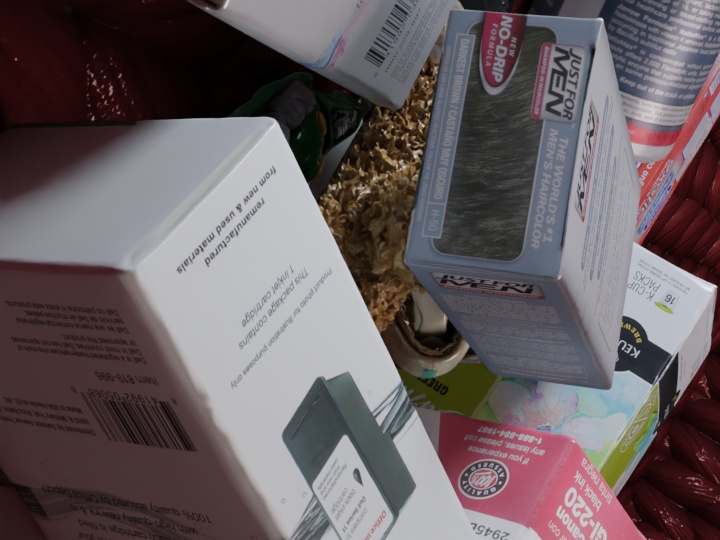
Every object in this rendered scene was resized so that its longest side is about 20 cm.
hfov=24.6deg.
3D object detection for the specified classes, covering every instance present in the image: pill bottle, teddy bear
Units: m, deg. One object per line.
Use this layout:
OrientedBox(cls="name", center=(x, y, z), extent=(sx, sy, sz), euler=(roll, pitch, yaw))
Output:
OrientedBox(cls="pill bottle", center=(0.177, -0.180, 1.008), extent=(0.119, 0.119, 0.201), euler=(-24, 142, -59))
OrientedBox(cls="teddy bear", center=(0.000, 0.000, 0.716), extent=(0.145, 0.066, 0.201), euler=(-53, -174, 49))

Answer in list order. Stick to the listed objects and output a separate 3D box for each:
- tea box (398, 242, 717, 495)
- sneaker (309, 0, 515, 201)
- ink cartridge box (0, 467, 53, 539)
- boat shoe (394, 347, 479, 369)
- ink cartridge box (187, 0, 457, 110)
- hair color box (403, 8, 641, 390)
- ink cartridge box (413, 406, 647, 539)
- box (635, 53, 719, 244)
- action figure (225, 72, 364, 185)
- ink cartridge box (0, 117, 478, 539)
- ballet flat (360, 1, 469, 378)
OrientedBox(cls="tea box", center=(0.080, 0.058, 1.002), extent=(0.198, 0.199, 0.134), euler=(-56, 162, -10))
OrientedBox(cls="sneaker", center=(0.066, -0.086, 0.881), extent=(0.201, 0.111, 0.073), euler=(-56, 163, -6))
OrientedBox(cls="ink cartridge box", center=(-0.117, 0.166, 0.722), extent=(0.145, 0.083, 0.202), euler=(-21, 110, -62))
OrientedBox(cls="boat shoe", center=(0.045, 0.015, 0.900), extent=(0.073, 0.198, 0.075), euler=(-64, 141, -83))
OrientedBox(cls="ink cartridge box", center=(-0.013, -0.155, 0.611), extent=(0.146, 0.087, 0.200), euler=(-61, 164, 6))
OrientedBox(cls="hair color box", center=(0.073, -0.021, 0.677), extent=(0.200, 0.060, 0.100), euler=(49, 49, -70))
OrientedBox(cls="ink cartridge box", center=(0.003, 0.157, 0.659), extent=(0.085, 0.145, 0.201), euler=(52, 58, -37))
OrientedBox(cls="box", center=(0.185, -0.086, 1.212), extent=(0.201, 0.094, 0.103), euler=(-59, 161, 1))
OrientedBox(cls="action figure", center=(-0.059, -0.031, 0.747), extent=(0.200, 0.054, 0.119), euler=(-48, 156, -42))
OrientedBox(cls="ink cartridge box", center=(-0.061, 0.052, 0.584), extent=(0.083, 0.146, 0.201), euler=(-48, 127, -36))
OrientedBox(cls="ballet flat", center=(0.036, -0.048, 0.804), extent=(0.062, 0.067, 0.202), euler=(171, -85, -88))
